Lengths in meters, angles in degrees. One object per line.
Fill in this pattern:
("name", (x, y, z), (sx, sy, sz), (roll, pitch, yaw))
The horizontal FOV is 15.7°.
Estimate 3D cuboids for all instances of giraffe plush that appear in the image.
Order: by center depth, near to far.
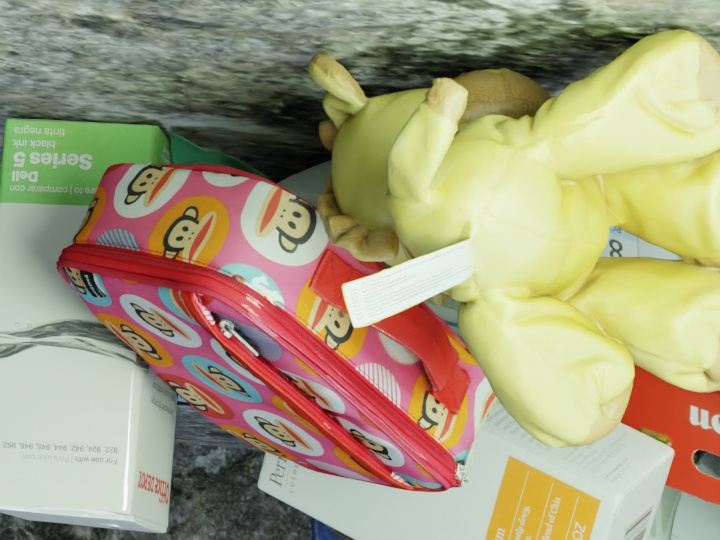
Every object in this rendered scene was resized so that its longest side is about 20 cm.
("giraffe plush", (0.054, -0.028, 1.097), (0.200, 0.173, 0.162), (-4, -163, -23))

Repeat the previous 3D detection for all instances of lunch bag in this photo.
("lunch bag", (-0.027, 0.028, 1.226), (0.176, 0.082, 0.200), (8, 154, 46))

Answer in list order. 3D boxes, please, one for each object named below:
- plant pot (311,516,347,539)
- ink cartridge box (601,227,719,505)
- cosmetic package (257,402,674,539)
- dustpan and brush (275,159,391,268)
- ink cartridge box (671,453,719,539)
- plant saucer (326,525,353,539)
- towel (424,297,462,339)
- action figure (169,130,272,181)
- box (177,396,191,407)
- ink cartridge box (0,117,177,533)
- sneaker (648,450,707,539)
("plant pot", (0.086, 0.079, 1.634), (0.199, 0.201, 0.180), (4, 179, 11))
("ink cartridge box", (0.181, 0.051, 1.284), (0.160, 0.200, 0.047), (19, -141, 31))
("cosmetic package", (0.053, 0.105, 1.370), (0.200, 0.102, 0.071), (25, -151, 23))
("dustpan and brush", (0.048, -0.033, 1.291), (0.139, 0.057, 0.200), (9, -154, 26))
("ink cartridge box", (0.283, 0.200, 1.527), (0.200, 0.084, 0.175), (40, -163, 34))
("plant saucer", (0.036, 0.068, 1.525), (0.200, 0.201, 0.037), (2, 173, 10))
("towel", (0.052, 0.022, 1.412), (0.147, 0.024, 0.200), (16, 156, 10))
("action figure", (-0.053, 0.000, 1.401), (0.118, 0.055, 0.200), (36, 166, 12))
("box", (-0.090, 0.052, 1.789), (0.136, 0.038, 0.200), (8, -167, -7))
("ink cartridge box", (-0.142, 0.033, 1.364), (0.084, 0.201, 0.146), (3, 172, 4))
("sneaker", (0.190, 0.066, 1.454), (0.115, 0.201, 0.076), (-4, 165, 27))
